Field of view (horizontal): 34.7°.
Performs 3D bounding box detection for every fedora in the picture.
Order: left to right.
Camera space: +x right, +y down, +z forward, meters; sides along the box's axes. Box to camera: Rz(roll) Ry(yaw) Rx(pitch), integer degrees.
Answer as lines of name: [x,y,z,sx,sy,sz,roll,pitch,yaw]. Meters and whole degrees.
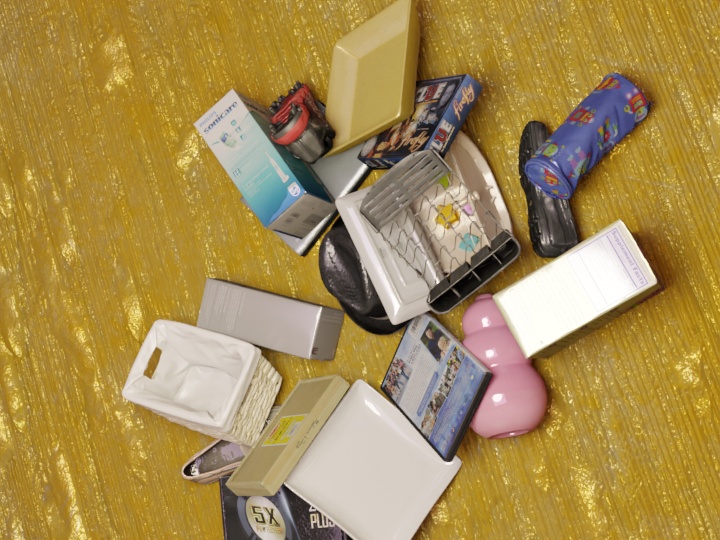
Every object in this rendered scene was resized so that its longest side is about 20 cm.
fedora: [0.000,0.000,1.692,0.199,0.091,0.204,4,96,39]

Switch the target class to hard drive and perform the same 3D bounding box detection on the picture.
hard drive: [-0.077,-0.144,1.789,0.139,0.033,0.201,41,99,18]

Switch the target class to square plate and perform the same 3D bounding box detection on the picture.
square plate: [0.017,0.292,1.662,0.199,0.028,0.199,38,62,3]

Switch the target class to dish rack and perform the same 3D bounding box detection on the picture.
dish rack: [0.102,-0.058,1.562,0.153,0.055,0.200,-39,108,15]

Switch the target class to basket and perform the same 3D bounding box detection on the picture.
basket: [-0.234,0.174,1.741,0.198,0.123,0.137,12,69,30]

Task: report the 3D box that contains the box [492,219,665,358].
box: [0.300,0.030,1.569,0.199,0.176,0.097,-31,77,14]

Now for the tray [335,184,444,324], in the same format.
tray: [0.051,-0.033,1.640,0.106,0.022,0.202,-22,79,-21]

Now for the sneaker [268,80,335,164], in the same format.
sneaker: [-0.085,-0.216,1.716,0.071,0.201,0.098,-40,112,15]

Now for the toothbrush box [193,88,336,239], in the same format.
toothbrush box: [-0.138,-0.156,1.716,0.085,0.146,0.201,-38,76,12]

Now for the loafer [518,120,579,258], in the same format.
loafer: [0.272,-0.117,1.656,0.069,0.068,0.203,-5,78,-12]

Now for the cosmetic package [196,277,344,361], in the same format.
cosmetic package: [-0.136,0.075,1.754,0.198,0.107,0.091,11,88,18]

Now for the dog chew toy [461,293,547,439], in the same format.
dog chew toy: [0.193,0.132,1.632,0.123,0.124,0.203,-14,74,17]

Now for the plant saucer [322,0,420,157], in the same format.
plant saucer: [0.023,-0.277,1.702,0.199,0.048,0.203,-20,58,51]

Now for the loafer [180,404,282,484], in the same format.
loafer: [-0.188,0.274,1.778,0.199,0.063,0.072,-32,77,14]

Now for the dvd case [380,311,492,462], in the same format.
dvd case: [0.104,0.158,1.641,0.200,0.017,0.144,44,116,52]

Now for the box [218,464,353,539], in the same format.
box: [-0.101,0.379,1.727,0.197,0.086,0.166,-8,82,18]

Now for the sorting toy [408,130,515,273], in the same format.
sorting toy: [0.115,-0.078,1.689,0.179,0.107,0.202,-24,83,25]

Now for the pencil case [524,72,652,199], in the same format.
pencil case: [0.316,-0.184,1.603,0.200,0.087,0.078,-46,42,-16]

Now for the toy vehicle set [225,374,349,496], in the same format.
toy vehicle set: [-0.107,0.240,1.680,0.027,0.124,0.201,44,63,-16]

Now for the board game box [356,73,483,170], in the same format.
board game box: [0.082,-0.210,1.654,0.034,0.199,0.136,34,79,-24]
